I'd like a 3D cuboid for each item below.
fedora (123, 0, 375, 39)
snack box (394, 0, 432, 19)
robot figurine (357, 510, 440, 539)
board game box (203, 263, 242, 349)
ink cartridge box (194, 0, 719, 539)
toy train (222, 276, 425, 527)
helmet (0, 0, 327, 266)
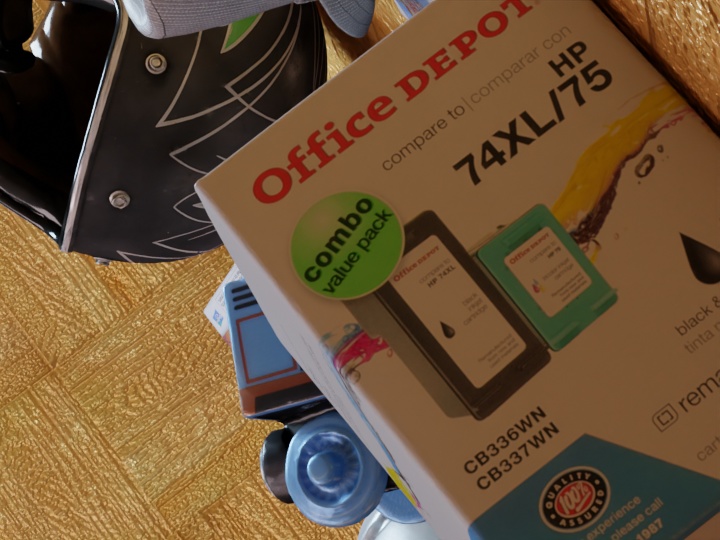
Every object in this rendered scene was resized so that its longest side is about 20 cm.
[{"bbox_3d":[-0.070,-0.154,1.142,0.177,0.090,0.200,59,-176,-29],"label":"fedora"},{"bbox_3d":[0.002,-0.151,1.110,0.072,0.024,0.200,49,173,47],"label":"snack box"},{"bbox_3d":[0.058,0.167,1.442,0.170,0.113,0.200,12,-148,-17],"label":"robot figurine"},{"bbox_3d":[0.008,0.014,1.511,0.134,0.045,0.200,52,142,13],"label":"board game box"},{"bbox_3d":[0.069,0.024,1.012,0.200,0.147,0.146,50,175,24],"label":"ink cartridge box"},{"bbox_3d":[0.042,0.033,1.172,0.087,0.200,0.114,5,-109,-59],"label":"toy train"},{"bbox_3d":[-0.110,-0.099,1.525,0.191,0.200,0.200,35,169,21],"label":"helmet"}]
